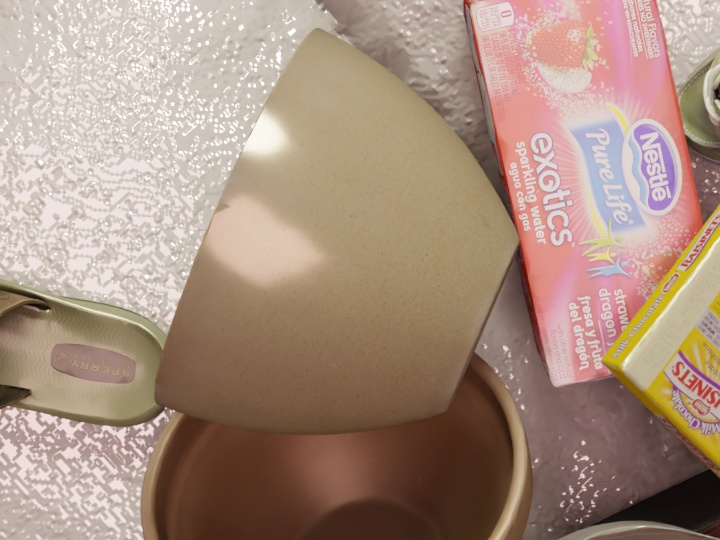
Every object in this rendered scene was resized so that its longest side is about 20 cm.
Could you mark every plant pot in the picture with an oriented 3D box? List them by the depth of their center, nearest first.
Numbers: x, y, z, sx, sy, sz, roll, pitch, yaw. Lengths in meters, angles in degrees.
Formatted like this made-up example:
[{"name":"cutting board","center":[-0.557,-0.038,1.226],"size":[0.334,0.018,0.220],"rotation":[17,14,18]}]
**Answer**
[{"name":"plant pot","center":[0.000,0.000,1.321],"size":[0.134,0.200,0.202],"rotation":[23,98,4]},{"name":"plant pot","center":[-0.006,0.130,1.383],"size":[0.199,0.202,0.093],"rotation":[-14,139,2]}]

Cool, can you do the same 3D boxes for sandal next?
[{"name":"sandal","center":[-0.195,0.041,1.408],"size":[0.199,0.057,0.081],"rotation":[5,99,-1]}]

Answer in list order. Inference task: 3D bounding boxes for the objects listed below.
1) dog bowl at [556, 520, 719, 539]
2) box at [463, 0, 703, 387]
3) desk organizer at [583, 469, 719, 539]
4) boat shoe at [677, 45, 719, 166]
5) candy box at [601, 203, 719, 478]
[{"name":"dog bowl","center":[0.137,0.217,1.349],"size":[0.198,0.059,0.202],"rotation":[-2,103,-11]},{"name":"box","center":[0.118,-0.052,1.372],"size":[0.095,0.100,0.202],"rotation":[-12,98,2]},{"name":"desk organizer","center":[0.143,0.175,1.407],"size":[0.199,0.072,0.077],"rotation":[-24,104,-4]},{"name":"boat shoe","center":[0.201,-0.090,1.317],"size":[0.062,0.200,0.073],"rotation":[1,85,-23]},{"name":"candy box","center":[0.215,0.068,1.345],"size":[0.200,0.026,0.102],"rotation":[44,81,-25]}]
